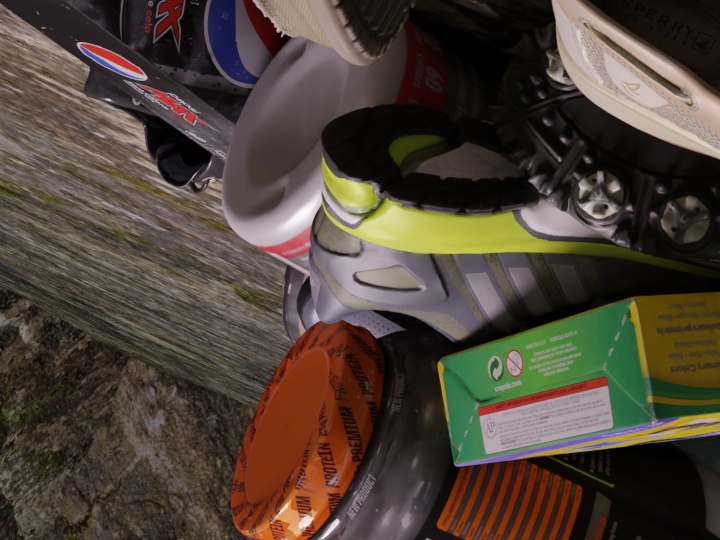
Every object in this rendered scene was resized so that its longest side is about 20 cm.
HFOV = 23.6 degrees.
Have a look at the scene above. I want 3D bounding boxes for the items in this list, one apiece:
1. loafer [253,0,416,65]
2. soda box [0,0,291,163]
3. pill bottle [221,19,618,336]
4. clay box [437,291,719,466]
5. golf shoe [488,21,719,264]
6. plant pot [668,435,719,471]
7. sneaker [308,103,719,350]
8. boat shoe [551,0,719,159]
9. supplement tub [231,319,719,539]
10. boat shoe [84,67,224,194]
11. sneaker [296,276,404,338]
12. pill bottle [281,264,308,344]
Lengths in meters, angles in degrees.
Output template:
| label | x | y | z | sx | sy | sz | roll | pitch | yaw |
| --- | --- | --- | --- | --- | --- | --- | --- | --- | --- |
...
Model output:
| label | x | y | z | sx | sy | sz | roll | pitch | yaw |
| --- | --- | --- | --- | --- | --- | --- | --- | --- | --- |
| loafer | -0.030 | -0.133 | 0.492 | 0.068 | 0.076 | 0.200 | 21 | 161 | 28 |
| soda box | -0.075 | -0.104 | 0.772 | 0.071 | 0.064 | 0.200 | 16 | 168 | 40 |
| pill bottle | 0.049 | -0.023 | 0.753 | 0.200 | 0.114 | 0.114 | 29 | 170 | -29 |
| clay box | 0.144 | 0.038 | 0.667 | 0.199 | 0.048 | 0.115 | -1 | 168 | -34 |
| golf shoe | 0.142 | -0.029 | 0.619 | 0.199 | 0.078 | 0.088 | 23 | 180 | 18 |
| plant pot | 0.238 | 0.144 | 0.842 | 0.195 | 0.201 | 0.196 | 19 | 159 | 32 |
| sneaker | 0.068 | -0.010 | 0.668 | 0.199 | 0.081 | 0.074 | 8 | -138 | -21 |
| boat shoe | 0.143 | -0.052 | 0.496 | 0.199 | 0.072 | 0.065 | 27 | 173 | 22 |
| supplement tub | 0.054 | 0.103 | 0.730 | 0.199 | 0.123 | 0.122 | 27 | 170 | -18 |
| boat shoe | -0.092 | -0.078 | 0.947 | 0.070 | 0.067 | 0.200 | 21 | 170 | 22 |
| sneaker | 0.064 | 0.053 | 0.837 | 0.199 | 0.075 | 0.088 | 19 | -144 | -23 |
| pill bottle | 0.063 | 0.027 | 0.997 | 0.199 | 0.112 | 0.112 | 20 | 170 | 27 |
